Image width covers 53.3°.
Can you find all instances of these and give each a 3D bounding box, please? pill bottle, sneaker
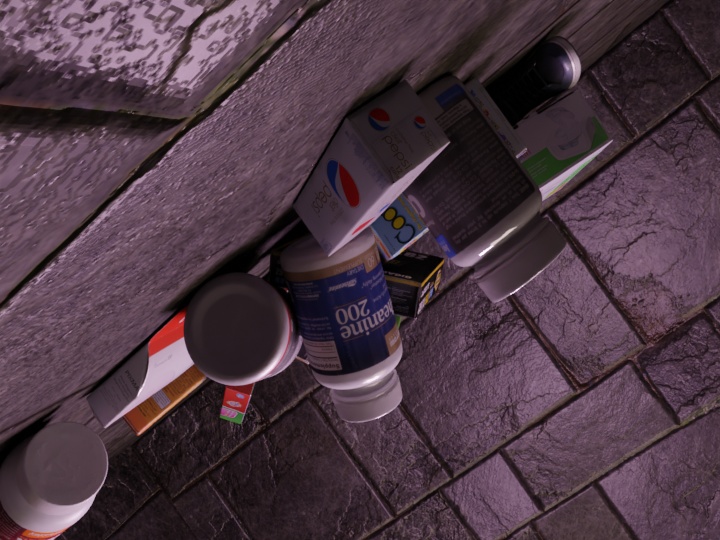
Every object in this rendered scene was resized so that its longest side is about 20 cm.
[{"bbox_3d":[-0.126,0.069,0.836,0.115,0.117,0.200,-37,175,-1],"label":"pill bottle"},{"bbox_3d":[0.109,-0.078,0.715,0.113,0.202,0.114,-36,179,-1],"label":"pill bottle"},{"bbox_3d":[-0.369,0.253,0.830,0.199,0.111,0.109,-39,178,41],"label":"pill bottle"},{"bbox_3d":[-0.014,0.061,0.810,0.108,0.205,0.111,-14,-164,4],"label":"pill bottle"},{"bbox_3d":[0.227,-0.246,1.039,0.146,0.077,0.202,-41,-179,-12],"label":"sneaker"}]

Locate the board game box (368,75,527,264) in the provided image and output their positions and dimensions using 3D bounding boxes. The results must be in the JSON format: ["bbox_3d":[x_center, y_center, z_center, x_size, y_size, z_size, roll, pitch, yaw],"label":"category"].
[{"bbox_3d":[0.079,-0.113,0.848,0.198,0.106,0.103,-38,179,-7],"label":"board game box"}]

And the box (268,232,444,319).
[{"bbox_3d":[0.000,0.000,0.937,0.159,0.195,0.051,-31,132,-70],"label":"box"}]

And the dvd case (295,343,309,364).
[{"bbox_3d":[-0.108,0.078,1.291,0.198,0.016,0.150,16,-119,49],"label":"dvd case"}]

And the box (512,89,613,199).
[{"bbox_3d":[0.239,-0.149,1.063,0.197,0.098,0.177,-32,172,-18],"label":"box"}]

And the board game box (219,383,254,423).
[{"bbox_3d":[-0.183,0.148,1.163,0.201,0.039,0.156,119,-14,-63],"label":"board game box"}]

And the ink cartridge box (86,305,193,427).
[{"bbox_3d":[-0.225,0.097,0.891,0.198,0.058,0.162,-34,-179,24],"label":"ink cartridge box"}]

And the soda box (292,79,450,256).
[{"bbox_3d":[0.001,-0.082,0.639,0.068,0.064,0.200,-37,179,-23],"label":"soda box"}]

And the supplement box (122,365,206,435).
[{"bbox_3d":[-0.293,0.171,1.144,0.199,0.069,0.066,-42,-178,-23],"label":"supplement box"}]

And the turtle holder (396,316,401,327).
[{"bbox_3d":[-0.003,0.062,1.110,0.130,0.186,0.143,-23,-149,41],"label":"turtle holder"}]
